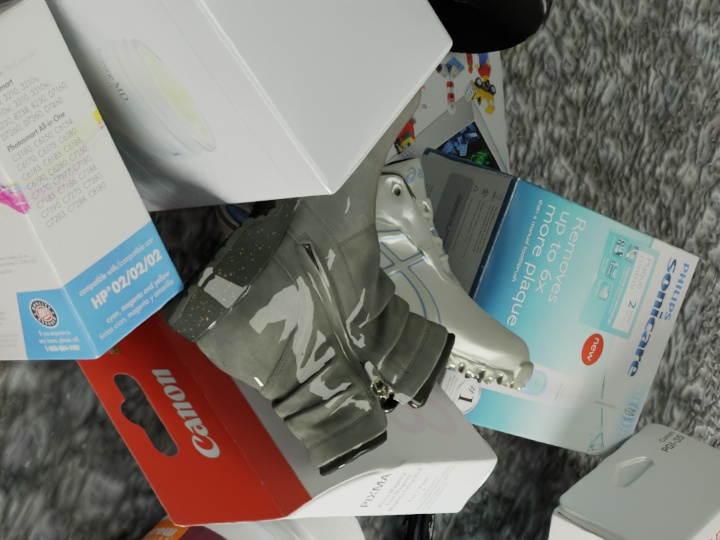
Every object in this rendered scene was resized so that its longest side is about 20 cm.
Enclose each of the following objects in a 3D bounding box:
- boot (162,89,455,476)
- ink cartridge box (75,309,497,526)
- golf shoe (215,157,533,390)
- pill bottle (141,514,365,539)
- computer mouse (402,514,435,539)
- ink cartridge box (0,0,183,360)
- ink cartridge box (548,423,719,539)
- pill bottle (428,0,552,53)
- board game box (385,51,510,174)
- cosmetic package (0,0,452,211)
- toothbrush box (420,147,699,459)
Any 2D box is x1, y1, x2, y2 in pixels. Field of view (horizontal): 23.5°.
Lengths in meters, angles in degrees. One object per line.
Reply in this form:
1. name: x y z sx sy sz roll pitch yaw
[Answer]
1. boot: 0.000 0.000 0.898 0.130 0.068 0.200 41 65 -8
2. ink cartridge box: -0.044 0.063 0.929 0.199 0.163 0.057 10 122 -45
3. golf shoe: 0.021 -0.012 0.954 0.199 0.078 0.098 32 91 2
4. pill bottle: -0.089 0.193 0.905 0.200 0.109 0.110 -46 118 -35
5. computer mouse: -0.013 0.110 1.028 0.199 0.044 0.111 27 71 -40
6. ink cartridge box: -0.180 -0.059 0.828 0.068 0.114 0.201 -40 115 -38
7. ink cartridge box: 0.177 0.222 1.117 0.146 0.082 0.202 -28 131 -49
8. pill bottle: 0.074 -0.246 1.075 0.111 0.111 0.202 32 56 -38
9. board game box: 0.016 -0.075 1.071 0.199 0.034 0.128 -7 94 -44
10. cosmetic package: -0.098 -0.142 0.854 0.200 0.199 0.123 55 54 -26
11. toothbrush box: 0.105 0.026 1.085 0.199 0.085 0.148 20 92 -46
